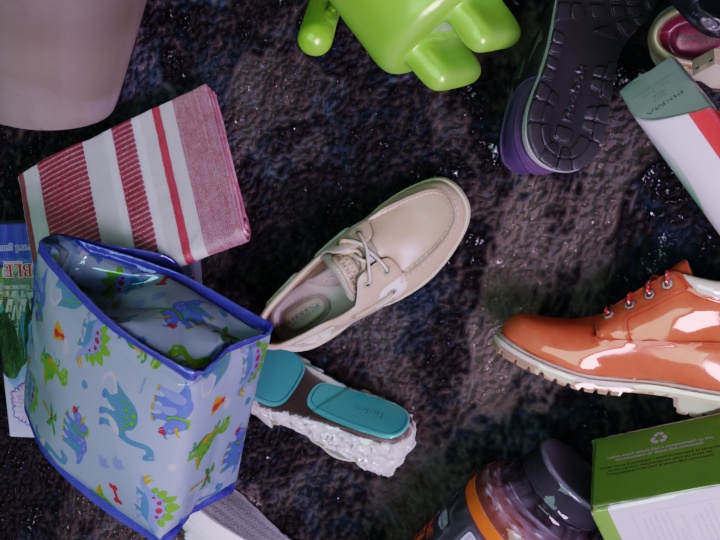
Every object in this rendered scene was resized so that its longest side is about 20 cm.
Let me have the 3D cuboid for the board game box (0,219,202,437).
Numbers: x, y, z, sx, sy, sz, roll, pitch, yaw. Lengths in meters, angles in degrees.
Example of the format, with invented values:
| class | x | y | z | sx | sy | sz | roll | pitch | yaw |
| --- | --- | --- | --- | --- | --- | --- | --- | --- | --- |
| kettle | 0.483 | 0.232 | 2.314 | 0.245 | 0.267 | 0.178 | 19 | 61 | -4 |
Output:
| class | x | y | z | sx | sy | sz | roll | pitch | yaw |
| --- | --- | --- | --- | --- | --- | --- | --- | --- | --- |
| board game box | -0.233 | 0.052 | 0.983 | 0.199 | 0.041 | 0.200 | -2 | 97 | 22 |

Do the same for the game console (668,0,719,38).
| class | x | y | z | sx | sy | sz | roll | pitch | yaw |
| --- | --- | --- | --- | --- | --- | --- | --- | --- | --- |
| game console | 0.242 | -0.249 | 0.674 | 0.200 | 0.175 | 0.117 | 61 | 143 | 31 |

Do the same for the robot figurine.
| class | x | y | z | sx | sy | sz | roll | pitch | yaw |
| --- | --- | --- | --- | --- | --- | --- | --- | --- | --- |
| robot figurine | 0.027 | -0.226 | 0.796 | 0.175 | 0.116 | 0.200 | -40 | 82 | 34 |

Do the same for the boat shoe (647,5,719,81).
| class | x | y | z | sx | sy | sz | roll | pitch | yaw |
| --- | --- | --- | --- | --- | --- | --- | --- | --- | --- |
| boat shoe | 0.289 | -0.154 | 0.726 | 0.199 | 0.069 | 0.074 | -2 | 98 | 23 |

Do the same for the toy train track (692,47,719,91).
| class | x | y | z | sx | sy | sz | roll | pitch | yaw |
| --- | --- | --- | --- | --- | --- | --- | --- | --- | --- |
| toy train track | 0.300 | -0.113 | 0.685 | 0.199 | 0.115 | 0.033 | 0 | 82 | -17 |

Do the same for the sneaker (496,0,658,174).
| class | x | y | z | sx | sy | sz | roll | pitch | yaw |
| --- | --- | --- | --- | --- | --- | --- | --- | --- | --- |
| sneaker | 0.145 | -0.164 | 0.781 | 0.076 | 0.088 | 0.201 | 26 | 83 | -17 |

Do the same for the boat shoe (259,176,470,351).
| class | x | y | z | sx | sy | sz | roll | pitch | yaw |
| --- | --- | --- | --- | --- | --- | --- | --- | --- | --- |
| boat shoe | 0.000 | 0.000 | 0.864 | 0.200 | 0.065 | 0.072 | -36 | 83 | 15 |

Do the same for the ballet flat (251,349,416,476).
| class | x | y | z | sx | sy | sz | roll | pitch | yaw |
| --- | --- | --- | --- | --- | --- | --- | --- | --- | --- |
| ballet flat | -0.048 | 0.115 | 0.909 | 0.199 | 0.072 | 0.072 | 25 | 106 | 18 |

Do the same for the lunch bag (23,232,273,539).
| class | x | y | z | sx | sy | sz | roll | pitch | yaw |
| --- | --- | --- | --- | --- | --- | --- | --- | --- | --- |
| lunch bag | -0.184 | 0.083 | 0.865 | 0.199 | 0.127 | 0.171 | 26 | 118 | 21 |

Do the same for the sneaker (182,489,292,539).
| class | x | y | z | sx | sy | sz | roll | pitch | yaw |
| --- | --- | --- | --- | --- | --- | --- | --- | --- | --- |
| sneaker | -0.121 | 0.263 | 0.953 | 0.200 | 0.074 | 0.116 | 38 | 107 | 12 |

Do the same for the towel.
| class | x | y | z | sx | sy | sz | roll | pitch | yaw |
| --- | --- | --- | --- | --- | --- | --- | --- | --- | --- |
| towel | -0.194 | -0.055 | 0.926 | 0.199 | 0.023 | 0.145 | -21 | 70 | 16 |

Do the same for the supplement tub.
| class | x | y | z | sx | sy | sz | roll | pitch | yaw |
| --- | --- | --- | --- | --- | --- | --- | --- | --- | --- |
| supplement tub | 0.100 | 0.220 | 0.840 | 0.107 | 0.107 | 0.200 | 44 | 110 | 10 |

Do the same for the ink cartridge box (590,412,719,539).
| class | x | y | z | sx | sy | sz | roll | pitch | yaw |
| --- | --- | --- | --- | --- | --- | --- | --- | --- | --- |
| ink cartridge box | 0.276 | 0.171 | 0.748 | 0.199 | 0.076 | 0.148 | -17 | 118 | 23 |

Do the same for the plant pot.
| class | x | y | z | sx | sy | sz | roll | pitch | yaw |
| --- | --- | --- | --- | --- | --- | --- | --- | --- | --- |
| plant pot | -0.258 | -0.216 | 0.890 | 0.199 | 0.200 | 0.174 | 19 | 122 | 18 |

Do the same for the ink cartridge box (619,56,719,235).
| class | x | y | z | sx | sy | sz | roll | pitch | yaw |
| --- | --- | --- | --- | --- | --- | --- | --- | --- | --- |
| ink cartridge box | 0.234 | -0.037 | 0.672 | 0.050 | 0.200 | 0.161 | -35 | 106 | 20 |

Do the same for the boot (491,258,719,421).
| class | x | y | z | sx | sy | sz | roll | pitch | yaw |
| --- | --- | --- | --- | --- | --- | --- | --- | --- | --- |
| boot | 0.198 | 0.040 | 0.796 | 0.199 | 0.075 | 0.108 | 9 | 98 | 12 |
